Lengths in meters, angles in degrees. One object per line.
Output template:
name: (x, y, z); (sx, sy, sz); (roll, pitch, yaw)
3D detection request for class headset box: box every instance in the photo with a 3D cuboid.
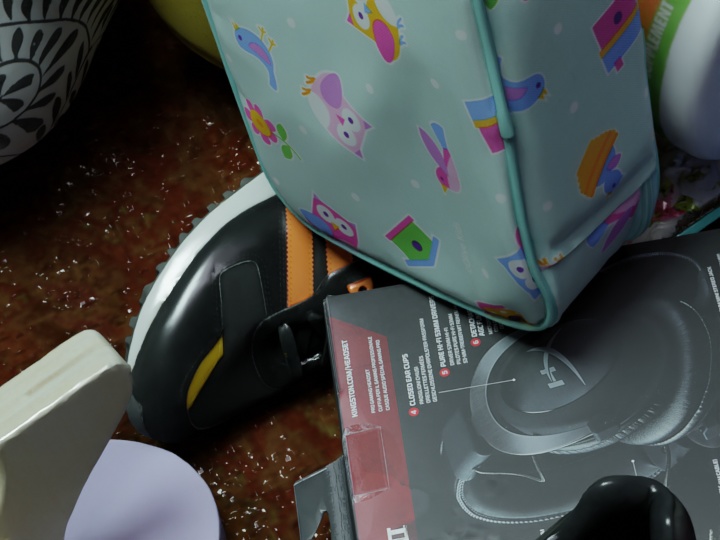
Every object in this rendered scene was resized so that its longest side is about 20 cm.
headset box: (0.076, 0.074, 0.729); (0.198, 0.077, 0.150); (-11, 51, 2)

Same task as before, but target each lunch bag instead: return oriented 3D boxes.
lunch bag: (0.013, -0.088, 0.698); (0.077, 0.201, 0.160); (-39, 45, -26)

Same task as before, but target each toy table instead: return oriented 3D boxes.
toy table: (-0.144, 0.105, 0.715); (0.183, 0.117, 0.200); (31, 64, 28)

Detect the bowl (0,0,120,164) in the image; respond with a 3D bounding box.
bowl: (-0.195, -0.078, 0.857); (0.199, 0.095, 0.201); (4, 9, -1)

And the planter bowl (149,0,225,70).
planter bowl: (-0.029, -0.131, 0.875); (0.199, 0.084, 0.201); (18, 29, -11)

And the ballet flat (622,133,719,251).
ballet flat: (0.155, -0.066, 0.816); (0.199, 0.076, 0.064); (-30, 87, -28)

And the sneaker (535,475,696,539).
sneaker: (0.027, 0.132, 0.577); (0.076, 0.091, 0.200); (26, 60, 24)

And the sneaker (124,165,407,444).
sneaker: (0.000, 0.000, 0.801); (0.090, 0.070, 0.200); (31, 61, 31)

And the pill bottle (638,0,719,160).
pill bottle: (0.075, -0.135, 0.757); (0.200, 0.111, 0.111); (37, 66, 28)
